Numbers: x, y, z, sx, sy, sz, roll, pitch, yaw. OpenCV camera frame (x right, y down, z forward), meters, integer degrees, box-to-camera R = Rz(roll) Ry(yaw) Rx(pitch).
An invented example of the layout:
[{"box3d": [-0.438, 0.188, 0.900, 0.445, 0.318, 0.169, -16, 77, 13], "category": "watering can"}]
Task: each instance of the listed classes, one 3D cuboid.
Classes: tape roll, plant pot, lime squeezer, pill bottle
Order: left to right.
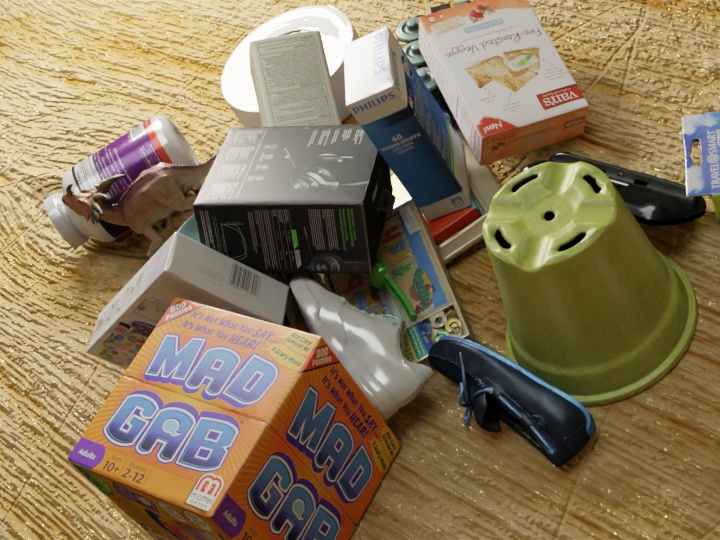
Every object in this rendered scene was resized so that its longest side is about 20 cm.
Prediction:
[{"box3d": [-0.316, -0.113, 1.723, 0.200, 0.113, 0.113, -32, 43, 3], "category": "pill bottle"}, {"box3d": [-0.086, -0.265, 1.751, 0.202, 0.071, 0.203, -17, 46, 18], "category": "tape roll"}, {"box3d": [0.000, 0.000, 1.407, 0.200, 0.071, 0.038, 25, 110, 32], "category": "lime squeezer"}, {"box3d": [0.209, 0.000, 1.264, 0.200, 0.184, 0.201, -16, 47, 17], "category": "plant pot"}]

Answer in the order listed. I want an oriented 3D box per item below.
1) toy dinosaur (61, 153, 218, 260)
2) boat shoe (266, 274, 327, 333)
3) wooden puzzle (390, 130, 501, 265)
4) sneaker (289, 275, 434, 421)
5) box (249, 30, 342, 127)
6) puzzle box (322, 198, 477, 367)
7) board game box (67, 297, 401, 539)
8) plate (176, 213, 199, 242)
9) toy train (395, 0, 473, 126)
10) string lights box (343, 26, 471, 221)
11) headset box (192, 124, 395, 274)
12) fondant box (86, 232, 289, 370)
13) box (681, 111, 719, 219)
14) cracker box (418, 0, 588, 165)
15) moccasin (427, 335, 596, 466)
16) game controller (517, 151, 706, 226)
[{"box3d": [-0.267, -0.096, 1.627, 0.200, 0.136, 0.086, -35, 36, 8], "category": "toy dinosaur"}, {"box3d": [-0.077, 0.030, 1.491, 0.076, 0.074, 0.201, 125, 147, -45], "category": "boat shoe"}, {"box3d": [0.065, -0.070, 1.516, 0.200, 0.037, 0.185, -31, 43, 3], "category": "wooden puzzle"}, {"box3d": [0.002, 0.067, 1.372, 0.088, 0.075, 0.200, -35, 57, -9], "category": "sneaker"}, {"box3d": [-0.075, -0.185, 1.596, 0.095, 0.078, 0.201, -9, 72, -8], "category": "box"}, {"box3d": [0.035, 0.028, 1.428, 0.133, 0.025, 0.200, -29, 53, 11], "category": "puzzle box"}, {"box3d": [-0.119, 0.180, 1.286, 0.199, 0.200, 0.200, 13, 60, 37], "category": "board game box"}, {"box3d": [-0.160, -0.021, 1.614, 0.200, 0.026, 0.201, -17, 45, 18], "category": "plate"}, {"box3d": [0.111, -0.260, 1.628, 0.114, 0.085, 0.200, -14, 46, 7], "category": "toy train"}, {"box3d": [0.054, -0.160, 1.430, 0.059, 0.200, 0.103, -21, 45, 19], "category": "string lights box"}, {"box3d": [-0.062, -0.081, 1.428, 0.199, 0.093, 0.174, -1, 35, 10], "category": "headset box"}, {"box3d": [-0.191, 0.055, 1.421, 0.200, 0.144, 0.058, -41, 31, 42], "category": "fondant box"}, {"box3d": [0.436, -0.120, 1.327, 0.199, 0.048, 0.122, -8, 49, 19], "category": "box"}, {"box3d": [0.165, -0.230, 1.523, 0.134, 0.058, 0.200, -18, 59, -10], "category": "cracker box"}, {"box3d": [0.135, 0.126, 1.274, 0.200, 0.081, 0.068, 25, 72, 43], "category": "moccasin"}, {"box3d": [0.265, -0.084, 1.381, 0.104, 0.042, 0.200, -24, 32, -39], "category": "game controller"}]
